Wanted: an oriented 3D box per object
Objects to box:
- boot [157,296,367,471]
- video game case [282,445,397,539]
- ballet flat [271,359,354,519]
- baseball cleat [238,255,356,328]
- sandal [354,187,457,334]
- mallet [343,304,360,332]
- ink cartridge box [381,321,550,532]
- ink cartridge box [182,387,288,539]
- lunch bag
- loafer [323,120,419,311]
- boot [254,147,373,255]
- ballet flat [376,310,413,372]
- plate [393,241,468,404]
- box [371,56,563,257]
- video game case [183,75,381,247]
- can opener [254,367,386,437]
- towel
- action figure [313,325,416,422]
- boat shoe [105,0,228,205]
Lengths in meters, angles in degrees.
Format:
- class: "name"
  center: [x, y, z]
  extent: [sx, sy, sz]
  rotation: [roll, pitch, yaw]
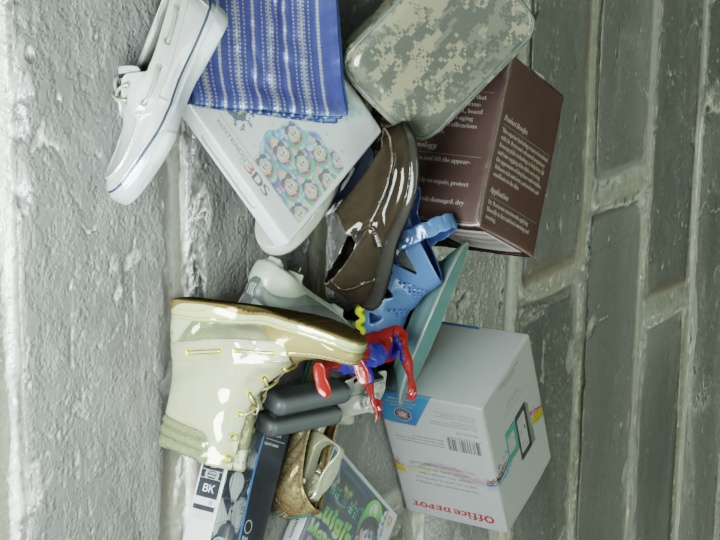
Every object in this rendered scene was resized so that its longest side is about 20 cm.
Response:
- class: "boot"
  center: [-0.095, 0.113, 1.459]
  extent: [0.072, 0.198, 0.156]
  rotation: [1, 97, -71]
- class: "video game case"
  center: [-0.030, 0.322, 1.785]
  extent: [0.200, 0.023, 0.183]
  rotation: [54, 51, -50]
- class: "ballet flat"
  center: [-0.040, 0.176, 1.692]
  extent: [0.070, 0.065, 0.202]
  rotation: [32, 69, -56]
- class: "baseball cleat"
  center: [-0.075, 0.059, 1.621]
  extent: [0.107, 0.069, 0.200]
  rotation: [-60, 143, -9]
- class: "sandal"
  center: [0.049, 0.003, 1.671]
  extent: [0.079, 0.086, 0.202]
  rotation: [-15, 117, -73]
- class: "mallet"
  center: [0.000, 0.000, 1.710]
  extent: [0.066, 0.041, 0.201]
  rotation: [-47, 147, -46]
- class: "ink cartridge box"
  center: [0.130, 0.190, 1.906]
  extent: [0.146, 0.146, 0.201]
  rotation: [-51, 138, -42]
- class: "ink cartridge box"
  center: [-0.119, 0.188, 1.590]
  extent: [0.099, 0.039, 0.202]
  rotation: [25, 74, -58]
- class: "lunch bag"
  center: [0.079, -0.251, 1.653]
  extent: [0.139, 0.168, 0.200]
  rotation: [42, 98, -14]
- class: "loafer"
  center: [0.010, -0.057, 1.585]
  extent: [0.073, 0.071, 0.202]
  rotation: [-118, -140, -72]
- class: "boot"
  center: [-0.040, -0.080, 1.627]
  extent: [0.201, 0.072, 0.091]
  rotation: [-62, 146, -27]
- class: "ballet flat"
  center: [0.035, 0.089, 1.808]
  extent: [0.201, 0.056, 0.067]
  rotation: [-58, 143, -35]
- class: "plate"
  center: [0.075, 0.056, 1.767]
  extent: [0.200, 0.025, 0.202]
  rotation: [24, 90, -82]
- class: "box"
  center: [0.116, -0.135, 1.788]
  extent: [0.166, 0.163, 0.202]
  rotation: [24, 76, -58]
- class: "video game case"
  center: [-0.078, -0.153, 1.528]
  extent: [0.183, 0.024, 0.200]
  rotation: [54, 47, -19]
- class: "can opener"
  center: [-0.042, 0.133, 1.624]
  extent: [0.199, 0.066, 0.053]
  rotation: [-10, 126, -54]
- class: "towel"
  center: [-0.090, -0.220, 1.491]
  extent: [0.199, 0.024, 0.146]
  rotation: [0, 84, -45]
- class: "action figure"
  center: [0.016, 0.112, 1.566]
  extent: [0.200, 0.065, 0.100]
  rotation: [-31, 103, -72]
- class: "boat shoe"
  center: [-0.189, -0.159, 1.375]
  extent: [0.066, 0.073, 0.201]
  rotation: [30, 73, -25]
